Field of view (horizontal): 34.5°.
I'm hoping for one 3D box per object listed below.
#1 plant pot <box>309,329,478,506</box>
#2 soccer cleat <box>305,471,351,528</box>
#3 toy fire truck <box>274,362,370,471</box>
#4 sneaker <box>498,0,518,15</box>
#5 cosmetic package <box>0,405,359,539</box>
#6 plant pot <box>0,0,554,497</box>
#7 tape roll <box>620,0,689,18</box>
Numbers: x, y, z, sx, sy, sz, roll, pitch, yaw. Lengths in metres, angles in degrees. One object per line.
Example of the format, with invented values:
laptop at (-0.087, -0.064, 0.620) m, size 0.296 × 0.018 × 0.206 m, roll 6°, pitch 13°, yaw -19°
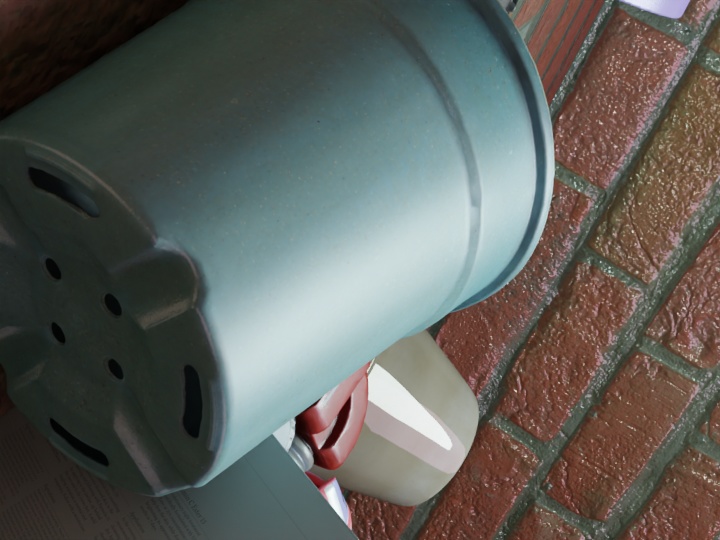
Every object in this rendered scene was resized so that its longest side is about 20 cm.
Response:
plant pot at (0.000, 0.106, 0.982) m, size 0.200 × 0.173 × 0.201 m, roll -43°, pitch -157°, yaw 24°
soccer cleat at (-0.091, 0.161, 0.884) m, size 0.067 × 0.198 × 0.078 m, roll -37°, pitch 133°, yaw -44°
toy fire truck at (-0.046, 0.127, 0.661) m, size 0.177 × 0.127 × 0.201 m, roll -53°, pitch 141°, yaw -30°
sneaker at (-0.001, -0.123, 0.552) m, size 0.199 × 0.093 × 0.071 m, roll -31°, pitch -153°, yaw 51°
cosmetic package at (-0.096, 0.121, 0.499) m, size 0.150 × 0.200 × 0.052 m, roll -33°, pitch 134°, yaw -14°
plant pot at (-0.050, -0.023, 0.482) m, size 0.196 × 0.199 × 0.202 m, roll -40°, pitch 161°, yaw -43°
tape roll at (0.102, -0.218, 0.613) m, size 0.086 × 0.198 × 0.200 m, roll -63°, pitch 171°, yaw 22°
